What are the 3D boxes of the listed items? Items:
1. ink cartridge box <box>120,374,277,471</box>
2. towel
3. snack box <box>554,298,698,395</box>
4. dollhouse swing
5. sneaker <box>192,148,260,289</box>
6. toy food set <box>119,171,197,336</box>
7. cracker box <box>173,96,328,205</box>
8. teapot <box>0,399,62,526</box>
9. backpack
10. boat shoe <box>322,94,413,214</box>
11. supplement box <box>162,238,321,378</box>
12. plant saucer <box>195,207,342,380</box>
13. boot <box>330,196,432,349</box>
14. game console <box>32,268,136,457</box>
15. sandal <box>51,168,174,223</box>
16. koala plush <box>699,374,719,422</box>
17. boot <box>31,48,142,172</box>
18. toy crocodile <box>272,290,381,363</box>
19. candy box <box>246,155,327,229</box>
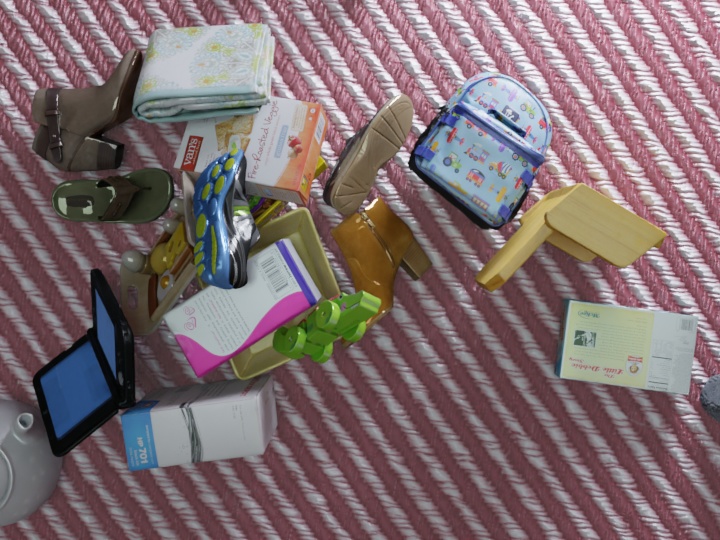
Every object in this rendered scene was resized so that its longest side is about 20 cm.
[{"bbox_3d":[-0.229,0.219,1.066,0.194,0.146,0.089,-6,94,3],"label":"ink cartridge box"},{"bbox_3d":[-0.222,-0.288,1.051,0.194,0.049,0.174,-2,50,2],"label":"towel"},{"bbox_3d":[0.397,0.113,1.089,0.194,0.037,0.120,7,92,2],"label":"snack box"},{"bbox_3d":[0.280,-0.013,1.007,0.179,0.200,0.179,30,93,1],"label":"dollhouse swing"},{"bbox_3d":[-0.177,-0.068,0.972,0.069,0.082,0.205,-15,63,28],"label":"sneaker"},{"bbox_3d":[-0.289,-0.023,1.035,0.059,0.146,0.201,19,125,-35],"label":"toy food set"},{"bbox_3d":[-0.158,-0.184,1.056,0.194,0.058,0.138,11,75,13],"label":"cracker box"},{"bbox_3d":[-0.559,0.300,1.085,0.191,0.146,0.207,1,94,3],"label":"teapot"},{"bbox_3d":[0.187,-0.184,1.039,0.181,0.135,0.202,38,91,-1],"label":"backpack"},{"bbox_3d":[0.007,-0.178,1.079,0.072,0.064,0.203,38,80,-43],"label":"boat shoe"},{"bbox_3d":[-0.164,0.051,1.031,0.197,0.103,0.103,-31,92,2],"label":"supplement box"},{"bbox_3d":[-0.130,0.035,1.104,0.195,0.048,0.205,-22,92,4],"label":"plant saucer"},{"bbox_3d":[0.000,-0.001,1.072,0.144,0.071,0.201,45,71,0],"label":"boot"},{"bbox_3d":[-0.399,0.123,1.030,0.114,0.200,0.180,-10,122,-30],"label":"game console"},{"bbox_3d":[-0.378,-0.108,1.103,0.195,0.057,0.082,-8,92,3],"label":"sandal"},{"bbox_3d":[0.633,0.191,1.028,0.197,0.184,0.180,33,94,-11],"label":"koala plush"},{"bbox_3d":[-0.418,-0.248,1.094,0.142,0.070,0.206,15,93,4],"label":"boot"},{"bbox_3d":[-0.050,0.076,1.009,0.199,0.066,0.063,-36,46,38],"label":"toy crocodile"},{"bbox_3d":[-0.153,-0.125,1.082,0.199,0.026,0.102,-43,69,-4],"label":"candy box"}]
